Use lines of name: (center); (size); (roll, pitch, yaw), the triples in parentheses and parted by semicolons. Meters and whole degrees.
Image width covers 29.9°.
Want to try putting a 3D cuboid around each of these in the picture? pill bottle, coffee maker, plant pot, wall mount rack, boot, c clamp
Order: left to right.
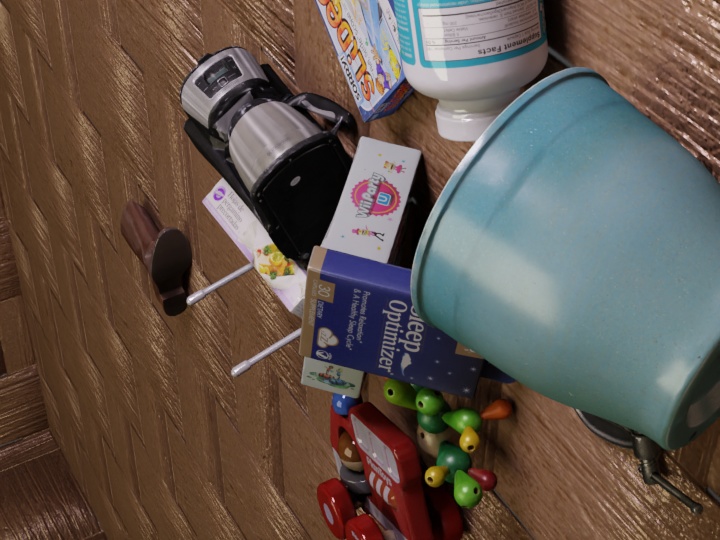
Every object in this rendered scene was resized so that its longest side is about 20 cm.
boot: (-0.325, -0.056, 2.086); (0.188, 0.063, 0.201); (100, 148, -46)
coffee maker: (-0.093, -0.109, 1.410); (0.200, 0.133, 0.194); (50, 151, 41)
wall mount rack: (-0.080, 0.045, 1.453); (0.200, 0.172, 0.075); (51, 126, 39)
pill bottle: (0.077, -0.200, 0.977); (0.111, 0.110, 0.203); (31, 135, 56)
c clamp: (0.198, 0.070, 1.037); (0.171, 0.027, 0.203); (18, 126, 68)
plant pot: (0.166, 0.005, 0.860); (0.187, 0.199, 0.202); (38, 144, 27)

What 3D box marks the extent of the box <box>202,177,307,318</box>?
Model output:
box: (-0.101, -0.024, 1.440); (0.200, 0.039, 0.041); (49, -171, 38)

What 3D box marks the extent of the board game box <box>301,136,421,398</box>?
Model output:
board game box: (0.000, 0.000, 1.270); (0.201, 0.063, 0.149); (98, -172, -49)

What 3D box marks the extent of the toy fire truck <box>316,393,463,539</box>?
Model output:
toy fire truck: (0.019, 0.210, 1.419); (0.200, 0.111, 0.170); (38, 144, 58)

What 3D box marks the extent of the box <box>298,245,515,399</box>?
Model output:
box: (0.047, 0.051, 1.175); (0.122, 0.197, 0.033); (98, -174, -48)

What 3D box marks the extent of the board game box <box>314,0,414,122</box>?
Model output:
board game box: (0.001, -0.251, 1.208); (0.202, 0.034, 0.135); (68, 157, 8)

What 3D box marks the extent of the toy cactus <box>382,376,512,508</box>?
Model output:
toy cactus: (0.079, 0.139, 1.302); (0.201, 0.102, 0.165); (56, 172, 25)
